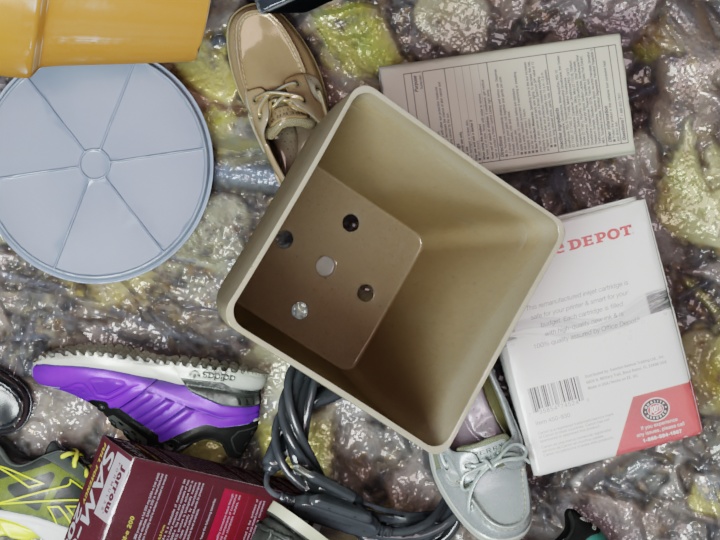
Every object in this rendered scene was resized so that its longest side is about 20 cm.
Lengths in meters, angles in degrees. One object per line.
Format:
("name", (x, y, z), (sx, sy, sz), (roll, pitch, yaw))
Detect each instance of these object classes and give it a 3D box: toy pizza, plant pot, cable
("toy pizza", (-0.223, -0.089, 1.447), (0.199, 0.032, 0.202), (0, 91, -1))
("plant pot", (0.000, 0.000, 1.318), (0.199, 0.177, 0.201), (33, 80, -18))
("plant pot", (-0.212, -0.245, 1.371), (0.182, 0.200, 0.202), (8, 92, -12))
("cable", (0.018, 0.146, 1.426), (0.199, 0.051, 0.164), (18, 65, -16))

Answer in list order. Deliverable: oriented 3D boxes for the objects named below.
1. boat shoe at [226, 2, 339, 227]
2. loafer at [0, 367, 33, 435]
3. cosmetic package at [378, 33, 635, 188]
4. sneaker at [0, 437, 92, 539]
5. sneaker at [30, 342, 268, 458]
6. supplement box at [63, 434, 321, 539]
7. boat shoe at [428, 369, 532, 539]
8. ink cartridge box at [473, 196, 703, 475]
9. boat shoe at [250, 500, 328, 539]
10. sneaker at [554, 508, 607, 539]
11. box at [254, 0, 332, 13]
("boat shoe", (-0.057, -0.131, 1.427), (0.071, 0.065, 0.201), (-23, 91, 1))
("loafer", (-0.377, 0.096, 1.439), (0.199, 0.063, 0.072), (18, 92, 0))
("cosmetic package", (0.118, -0.131, 1.413), (0.199, 0.087, 0.104), (-7, 93, 0))
("sneaker", (-0.239, 0.189, 1.434), (0.199, 0.074, 0.085), (8, 91, 1))
("sneaker", (-0.182, 0.119, 1.434), (0.199, 0.070, 0.100), (8, 94, 1))
("supplement box", (-0.133, 0.211, 1.388), (0.199, 0.061, 0.109), (20, 92, -38))
("boat shoe", (0.090, 0.123, 1.390), (0.074, 0.065, 0.203), (-12, 72, -9))
("ink cartridge box", (0.185, 0.052, 1.419), (0.146, 0.083, 0.201), (-14, 92, 1))
("boat shoe", (-0.018, 0.264, 1.404), (0.201, 0.074, 0.063), (40, 78, -33))
("sneaker", (0.120, 0.275, 1.437), (0.199, 0.071, 0.080), (-32, 90, -6))
("box", (-0.015, -0.334, 1.369), (0.199, 0.124, 0.198), (-21, 93, 18))
